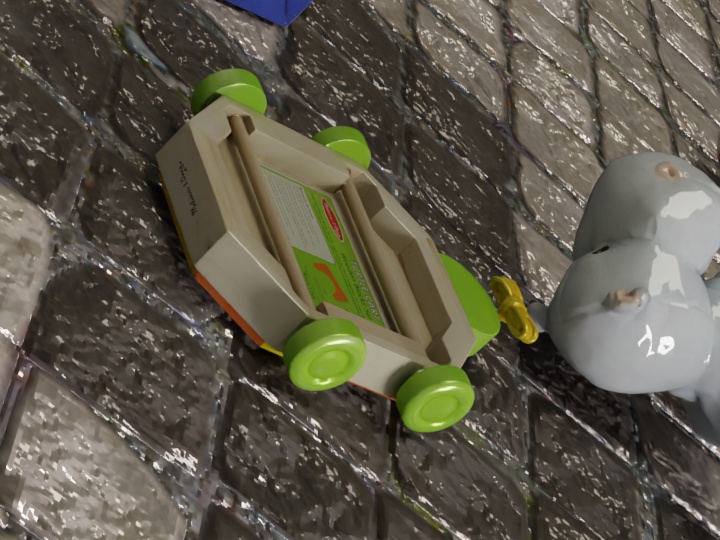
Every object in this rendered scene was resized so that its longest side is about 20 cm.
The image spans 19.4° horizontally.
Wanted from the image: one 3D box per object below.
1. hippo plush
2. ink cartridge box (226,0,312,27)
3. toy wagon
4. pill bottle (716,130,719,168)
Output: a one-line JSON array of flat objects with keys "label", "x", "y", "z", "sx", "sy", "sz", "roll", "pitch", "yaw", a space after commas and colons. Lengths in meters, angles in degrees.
[{"label": "hippo plush", "x": 0.161, "y": 0.032, "z": 1.054, "sx": 0.160, "sy": 0.159, "sz": 0.202, "roll": 22, "pitch": 73, "yaw": -13}, {"label": "ink cartridge box", "x": -0.090, "y": -0.222, "z": 1.081, "sx": 0.094, "sy": 0.044, "sz": 0.201, "roll": 19, "pitch": 37, "yaw": -51}, {"label": "toy wagon", "x": 0.000, "y": 0.000, "z": 0.902, "sx": 0.199, "sy": 0.040, "sz": 0.156, "roll": 25, "pitch": 32, "yaw": -43}, {"label": "pill bottle", "x": 0.319, "y": -0.034, "z": 1.406, "sx": 0.116, "sy": 0.116, "sz": 0.201, "roll": 30, "pitch": 28, "yaw": -34}]
